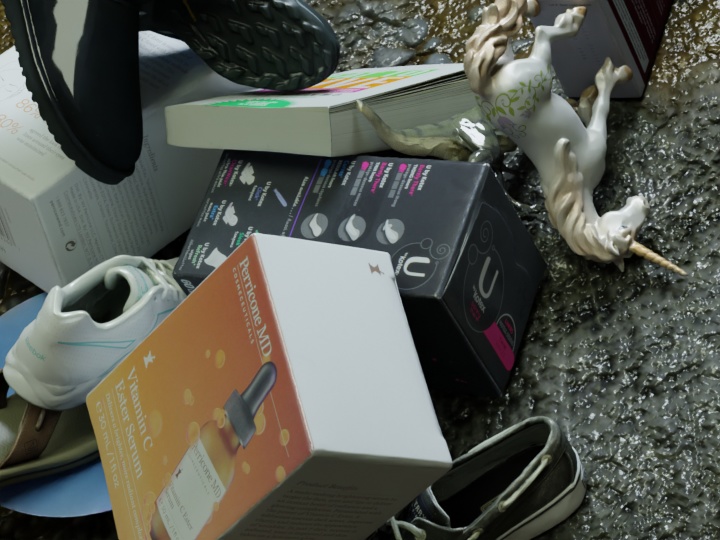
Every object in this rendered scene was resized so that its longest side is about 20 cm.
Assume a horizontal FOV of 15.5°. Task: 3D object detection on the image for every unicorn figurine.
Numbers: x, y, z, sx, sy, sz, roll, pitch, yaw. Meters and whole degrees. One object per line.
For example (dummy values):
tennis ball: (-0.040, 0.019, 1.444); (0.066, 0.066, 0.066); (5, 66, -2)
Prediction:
unicorn figurine: (0.134, -0.091, 1.716); (0.074, 0.200, 0.138); (-33, 27, 51)

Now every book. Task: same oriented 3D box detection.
book: (-0.018, -0.106, 1.772); (0.133, 0.048, 0.200); (4, 12, 33)

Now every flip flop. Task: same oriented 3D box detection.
flip flop: (-0.226, 0.093, 1.712); (0.199, 0.058, 0.081); (-21, 47, -23)

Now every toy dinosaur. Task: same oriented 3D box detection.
toy dinosaur: (0.079, -0.074, 1.736); (0.047, 0.200, 0.088); (-41, 67, 39)

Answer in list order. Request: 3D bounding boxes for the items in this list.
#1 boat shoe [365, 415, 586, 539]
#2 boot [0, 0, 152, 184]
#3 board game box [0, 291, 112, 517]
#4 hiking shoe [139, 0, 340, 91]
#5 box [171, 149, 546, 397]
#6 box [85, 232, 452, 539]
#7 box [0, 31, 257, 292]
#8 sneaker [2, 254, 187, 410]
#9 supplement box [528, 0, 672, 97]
boat shoe: (0.042, 0.156, 1.603); (0.200, 0.064, 0.071); (-36, 47, -3)
boot: (-0.142, -0.178, 1.692); (0.168, 0.076, 0.201); (-28, 76, 25)
board game box: (-0.178, 0.094, 1.778); (0.157, 0.039, 0.201); (-3, 49, 8)
hiking shoe: (-0.095, -0.179, 1.766); (0.199, 0.075, 0.087); (23, 23, 18)
box: (0.000, 0.000, 1.707); (0.199, 0.122, 0.106); (4, 59, 30)
box: (-0.060, 0.096, 1.591); (0.200, 0.106, 0.153); (-44, 51, 39)
box: (-0.182, -0.093, 1.845); (0.200, 0.107, 0.152); (-37, 45, -24)
sneaker: (-0.142, 0.025, 1.721); (0.070, 0.080, 0.200); (42, 39, 18)
supplement box: (0.177, -0.229, 1.812); (0.061, 0.109, 0.201); (3, 55, 29)
